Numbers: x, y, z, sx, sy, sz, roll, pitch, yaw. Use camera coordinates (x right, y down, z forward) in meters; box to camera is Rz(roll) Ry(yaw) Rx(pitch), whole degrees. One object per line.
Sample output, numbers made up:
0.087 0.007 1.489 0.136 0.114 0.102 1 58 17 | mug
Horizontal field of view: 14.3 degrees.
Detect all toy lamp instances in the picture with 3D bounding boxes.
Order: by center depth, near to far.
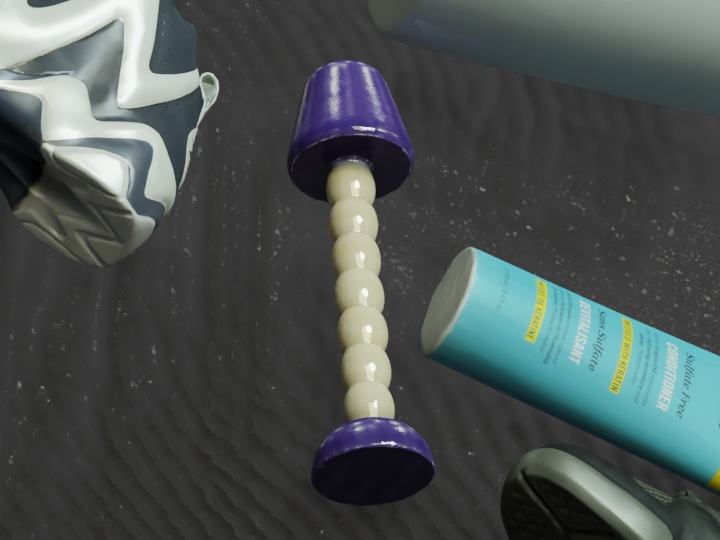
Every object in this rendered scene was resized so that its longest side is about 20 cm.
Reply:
0.000 0.000 1.220 0.058 0.058 0.201 7 57 -20 | toy lamp

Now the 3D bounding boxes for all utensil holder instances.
0.120 -0.164 1.318 0.199 0.170 0.170 12 53 -15 | utensil holder

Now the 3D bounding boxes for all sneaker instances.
0.152 0.122 1.193 0.199 0.076 0.114 35 48 -3 | sneaker
-0.144 -0.106 1.214 0.199 0.080 0.130 34 49 1 | sneaker

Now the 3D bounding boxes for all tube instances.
0.124 0.053 1.250 0.200 0.050 0.078 24 58 -14 | tube
